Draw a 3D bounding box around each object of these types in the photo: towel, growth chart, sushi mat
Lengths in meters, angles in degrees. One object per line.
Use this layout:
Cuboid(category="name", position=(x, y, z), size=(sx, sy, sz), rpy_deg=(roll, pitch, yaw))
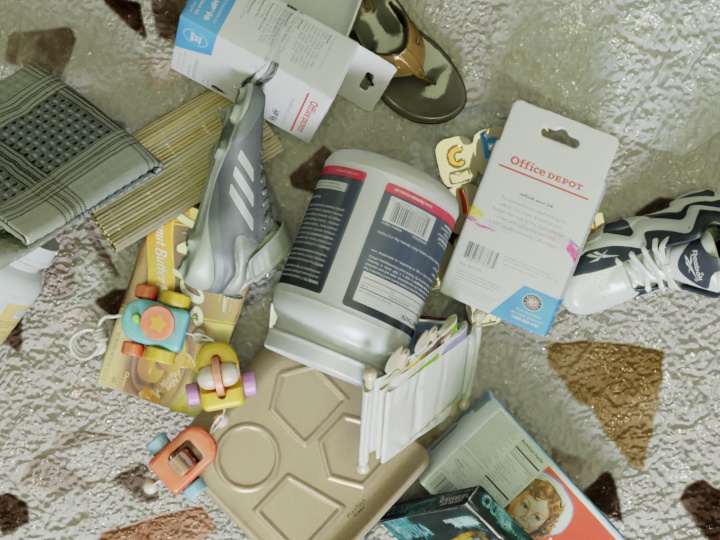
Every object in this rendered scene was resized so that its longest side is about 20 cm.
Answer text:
Cuboid(category="towel", position=(-0.316, -0.106, 1.119), size=(0.192, 0.035, 0.200), rpy_deg=(38, 53, 19))
Cuboid(category="growth chart", position=(0.060, 0.111, 1.163), size=(0.018, 0.199, 0.146), rpy_deg=(28, 124, 30))
Cuboid(category="sushi mat", position=(-0.179, -0.107, 1.183), size=(0.199, 0.012, 0.096), rpy_deg=(-33, 84, -16))

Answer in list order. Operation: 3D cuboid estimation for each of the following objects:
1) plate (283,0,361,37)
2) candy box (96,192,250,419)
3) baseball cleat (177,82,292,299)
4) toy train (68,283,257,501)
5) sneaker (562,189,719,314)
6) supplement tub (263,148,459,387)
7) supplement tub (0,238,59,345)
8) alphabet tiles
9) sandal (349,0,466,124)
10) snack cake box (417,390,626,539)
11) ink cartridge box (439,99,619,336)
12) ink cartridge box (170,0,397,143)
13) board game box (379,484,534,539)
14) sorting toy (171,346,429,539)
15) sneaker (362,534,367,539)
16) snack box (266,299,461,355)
Cuboid(category="plate", position=(-0.066, -0.340, 1.174), size=(0.198, 0.032, 0.202), rpy_deg=(24, 96, 9))
Cuboid(category="candy box", position=(-0.178, 0.034, 1.218), size=(0.114, 0.055, 0.202), rpy_deg=(19, 95, -4))
Cuboid(category="baseball cleat", position=(-0.105, -0.072, 1.156), size=(0.105, 0.070, 0.202), rpy_deg=(17, 103, -16))
Cuboid(category="toy train", position=(-0.185, 0.111, 1.151), size=(0.150, 0.056, 0.201), rpy_deg=(-37, 88, -7))
Cuboid(category="sneaker", position=(0.297, -0.008, 1.187), size=(0.197, 0.130, 0.080), rpy_deg=(-22, 105, -5))
Cuboid(category="supplement tub", position=(0.000, 0.000, 1.152), size=(0.139, 0.140, 0.202), rpy_deg=(22, 83, -5))
Cuboid(category="supplement tub", position=(-0.398, 0.022, 1.163), size=(0.145, 0.145, 0.201), rpy_deg=(38, 94, -6))
Cuboid(category="alphabet tiles", position=(0.150, -0.048, 1.242), size=(0.197, 0.015, 0.198), rpy_deg=(-13, 97, -1))
Cuboid(category="sandal", position=(0.031, -0.230, 1.195), size=(0.081, 0.055, 0.201), rpy_deg=(-32, 96, 1))
Cuboid(category="snack cake box", position=(0.162, 0.238, 1.245), size=(0.115, 0.067, 0.200), rpy_deg=(-42, 100, 1))
Cuboid(category="ink cartridge box", position=(0.168, -0.051, 1.187), size=(0.114, 0.068, 0.202), rpy_deg=(23, 96, 13))
Cuboid(category="ink cartridge box", position=(-0.076, -0.194, 1.158), size=(0.198, 0.116, 0.068), rpy_deg=(28, 71, -5))
Cuboid(category="board game box", position=(0.110, 0.275, 1.193), size=(0.135, 0.200, 0.028), rpy_deg=(46, 63, -6))
Cuboid(category="sorting toy", position=(-0.060, 0.182, 1.203), size=(0.200, 0.036, 0.185), rpy_deg=(44, 78, 3))
Cuboid(category="sneaker", position=(-0.014, 0.268, 1.246), size=(0.080, 0.074, 0.202), rpy_deg=(-25, 99, -3))
Cuboid(category="snack box", position=(0.002, 0.077, 1.246), size=(0.197, 0.024, 0.073), rpy_deg=(6, 95, -3))
